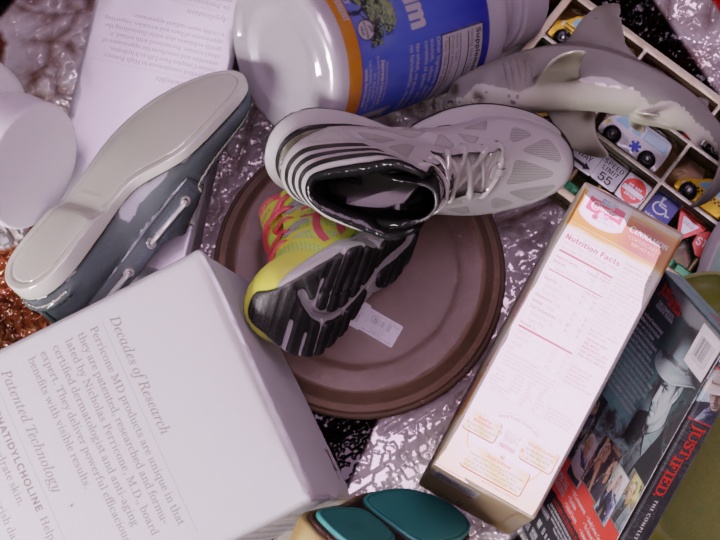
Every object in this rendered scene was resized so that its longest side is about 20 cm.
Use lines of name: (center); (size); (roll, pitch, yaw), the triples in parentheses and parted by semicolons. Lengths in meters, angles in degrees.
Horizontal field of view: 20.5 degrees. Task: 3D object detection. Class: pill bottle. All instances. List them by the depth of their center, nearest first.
pill bottle: (-0.283, -0.094, 1.275); (0.200, 0.111, 0.111); (20, 78, 28)
pill bottle: (0.025, -0.165, 1.308); (0.200, 0.112, 0.112); (-23, 80, -34)

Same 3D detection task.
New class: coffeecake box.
coffeecake box: (0.119, 0.060, 1.275); (0.073, 0.154, 0.200); (29, 79, 4)

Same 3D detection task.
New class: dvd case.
dvd case: (0.168, 0.110, 1.241); (0.022, 0.146, 0.200); (22, 103, -14)

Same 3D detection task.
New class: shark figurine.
shark figurine: (0.174, -0.125, 1.284); (0.214, 0.128, 0.090); (15, 62, -11)

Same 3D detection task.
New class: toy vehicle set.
toy vehicle set: (0.186, -0.086, 1.369); (0.200, 0.027, 0.124); (37, 80, 5)

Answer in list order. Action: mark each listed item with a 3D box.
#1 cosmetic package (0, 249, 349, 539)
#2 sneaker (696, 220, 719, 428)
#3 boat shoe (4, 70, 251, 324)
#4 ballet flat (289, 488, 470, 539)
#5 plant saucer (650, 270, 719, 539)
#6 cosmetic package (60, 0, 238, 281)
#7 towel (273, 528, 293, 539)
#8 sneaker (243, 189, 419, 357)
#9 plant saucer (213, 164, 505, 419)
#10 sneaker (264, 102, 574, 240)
cosmetic package: (-0.137, 0.112, 1.236); (0.200, 0.167, 0.167); (-27, 81, 3)
sneaker: (0.276, 0.056, 1.292); (0.074, 0.118, 0.201); (6, 83, -28)
boat shoe: (-0.137, -0.044, 1.258); (0.200, 0.073, 0.062); (-47, 129, -15)
ballet flat: (0.004, 0.176, 1.247); (0.069, 0.200, 0.063); (39, 104, 25)
plant saucer: (0.223, 0.102, 1.269); (0.031, 0.200, 0.201); (11, 77, -33)
cosmetic package: (-0.142, -0.094, 1.329); (0.101, 0.074, 0.201); (13, 82, 0)
towel: (0.003, 0.258, 1.296); (0.200, 0.034, 0.133); (38, 79, 6)
sneaker: (-0.034, -0.011, 1.258); (0.090, 0.200, 0.078); (27, 116, 13)
plant saucer: (0.000, 0.000, 1.346); (0.199, 0.029, 0.201); (0, 80, -3)
sneaker: (0.050, -0.049, 1.209); (0.200, 0.115, 0.076); (-1, 114, -18)
